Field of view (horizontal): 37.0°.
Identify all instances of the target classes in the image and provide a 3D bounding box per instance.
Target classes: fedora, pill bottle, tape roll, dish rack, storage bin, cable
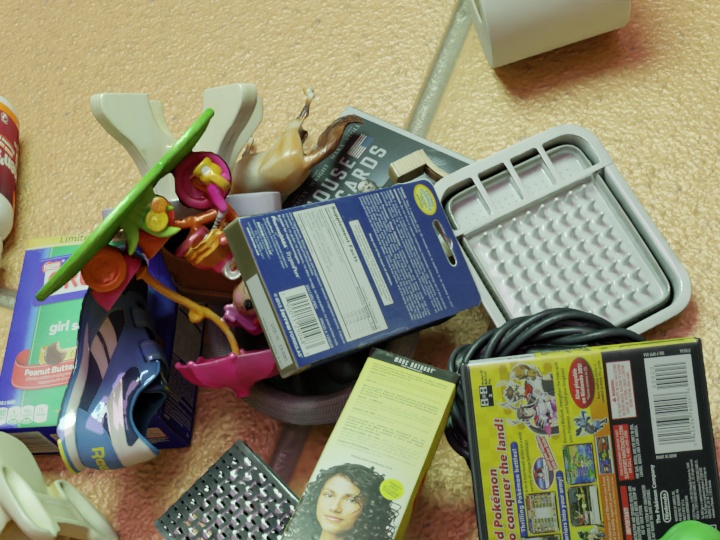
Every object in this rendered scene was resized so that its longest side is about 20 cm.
[{"bbox_3d":[-0.030,0.063,0.943,0.177,0.090,0.200,-45,52,-14],"label":"fedora"},{"bbox_3d":[-0.420,-0.088,1.135,0.109,0.110,0.201,-13,58,8],"label":"pill bottle"},{"bbox_3d":[0.166,-0.314,1.047,0.139,0.203,0.203,-17,57,6],"label":"tape roll"},{"bbox_3d":[0.168,-0.015,0.932,0.171,0.044,0.200,-25,70,-12],"label":"dish rack"},{"bbox_3d":[-0.048,0.239,0.817,0.094,0.135,0.200,-43,58,-11],"label":"storage bin"},{"bbox_3d":[0.161,0.111,0.841,0.200,0.051,0.163,34,93,10],"label":"cable"}]

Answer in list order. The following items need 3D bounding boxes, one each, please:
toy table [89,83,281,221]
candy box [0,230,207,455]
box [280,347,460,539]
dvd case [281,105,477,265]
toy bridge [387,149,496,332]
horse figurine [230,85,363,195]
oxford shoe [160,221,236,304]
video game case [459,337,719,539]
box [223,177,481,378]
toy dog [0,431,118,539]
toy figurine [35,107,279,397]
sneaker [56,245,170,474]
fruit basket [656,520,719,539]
[{"bbox_3d":[-0.159,-0.100,0.972,0.199,0.184,0.118,-2,94,31],"label":"toy table"},{"bbox_3d":[-0.238,0.064,1.012,0.168,0.077,0.201,-5,59,12],"label":"candy box"},{"bbox_3d":[0.007,0.148,0.762,0.075,0.050,0.200,16,46,12],"label":"box"},{"bbox_3d":[0.025,-0.069,1.047,0.200,0.025,0.150,27,70,27],"label":"dvd case"},{"bbox_3d":[0.102,-0.027,0.974,0.067,0.027,0.200,-27,70,-12],"label":"toy bridge"},{"bbox_3d":[-0.095,-0.106,1.067,0.199,0.050,0.133,-19,46,23],"label":"horse figurine"},{"bbox_3d":[-0.083,-0.010,0.914,0.199,0.071,0.072,-1,53,19],"label":"oxford shoe"},{"bbox_3d":[0.174,0.158,0.805,0.180,0.026,0.201,-6,86,3],"label":"video game case"},{"bbox_3d":[0.000,0.000,0.847,0.200,0.032,0.121,-16,78,-38],"label":"box"},{"bbox_3d":[-0.341,0.243,0.895,0.194,0.140,0.200,41,87,16],"label":"toy dog"},{"bbox_3d":[-0.119,0.006,0.855,0.184,0.150,0.200,42,84,-11],"label":"toy figurine"},{"bbox_3d":[-0.196,0.075,0.912,0.082,0.074,0.201,0,68,10],"label":"sneaker"},{"bbox_3d":[0.195,0.268,0.712,0.215,0.155,0.217,-1,86,15],"label":"fruit basket"}]
